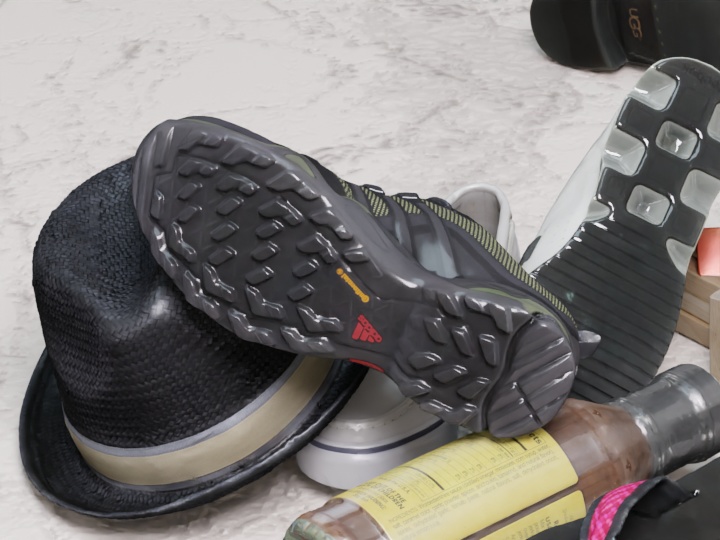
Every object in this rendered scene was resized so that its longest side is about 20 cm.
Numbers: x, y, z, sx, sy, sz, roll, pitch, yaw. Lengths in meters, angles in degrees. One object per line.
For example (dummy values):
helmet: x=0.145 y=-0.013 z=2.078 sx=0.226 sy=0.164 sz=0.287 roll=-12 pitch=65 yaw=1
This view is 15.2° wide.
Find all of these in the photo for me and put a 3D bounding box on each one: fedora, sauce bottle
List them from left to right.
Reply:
fedora: x=-0.084 y=0.011 z=1.152 sx=0.201 sy=0.092 sz=0.201 roll=-21 pitch=33 yaw=14
sauce bottle: x=0.064 y=0.091 z=1.072 sx=0.200 sy=0.065 sz=0.065 roll=-21 pitch=32 yaw=-31

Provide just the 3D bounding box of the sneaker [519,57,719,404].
sneaker: x=0.106 y=0.005 z=1.201 sx=0.074 sy=0.089 sz=0.200 roll=33 pitch=69 yaw=-2

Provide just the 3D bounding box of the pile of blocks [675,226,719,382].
pile of blocks: x=0.191 y=0.026 z=1.173 sx=0.082 sy=0.062 sz=0.200 roll=-9 pitch=29 yaw=-8

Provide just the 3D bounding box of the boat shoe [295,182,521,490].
boat shoe: x=0.026 y=0.024 z=1.195 sx=0.072 sy=0.066 sz=0.200 roll=10 pitch=31 yaw=25

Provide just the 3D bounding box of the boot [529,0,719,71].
boot: x=0.210 y=-0.164 z=1.514 sx=0.200 sy=0.069 sz=0.174 roll=16 pitch=35 yaw=37

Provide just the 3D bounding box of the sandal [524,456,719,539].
sandal: x=0.118 y=0.107 z=1.028 sx=0.200 sy=0.045 sz=0.075 roll=-26 pitch=64 yaw=-37

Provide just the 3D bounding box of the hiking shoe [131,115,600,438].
hiking shoe: x=0.000 y=0.000 z=1.091 sx=0.200 sy=0.076 sz=0.101 roll=31 pitch=15 yaw=8
